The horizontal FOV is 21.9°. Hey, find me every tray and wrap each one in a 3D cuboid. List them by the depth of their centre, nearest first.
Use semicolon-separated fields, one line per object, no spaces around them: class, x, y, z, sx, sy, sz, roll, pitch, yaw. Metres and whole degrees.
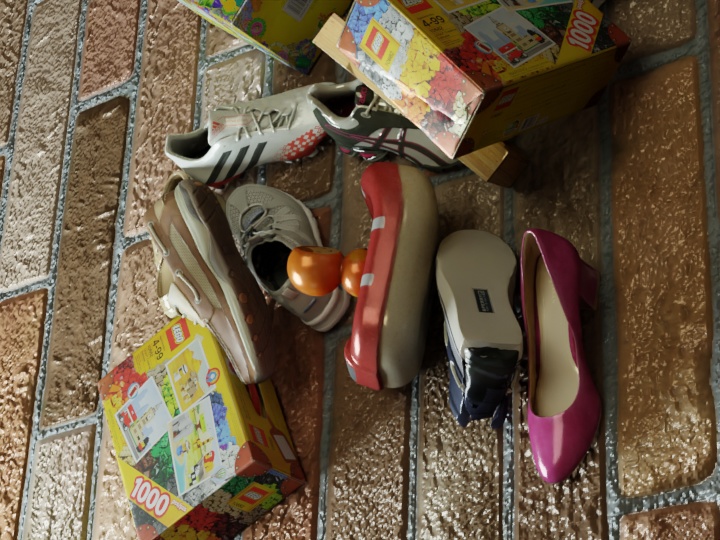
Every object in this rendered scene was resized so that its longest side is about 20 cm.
tray;0.056;-0.149;1.636;0.200;0.099;0.037;39;99;14

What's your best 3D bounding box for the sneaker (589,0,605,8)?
sneaker;0.196;-0.277;1.656;0.200;0.090;0.070;-30;52;26

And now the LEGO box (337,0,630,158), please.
LEGO box;0.106;-0.192;1.574;0.149;0.200;0.077;46;134;21

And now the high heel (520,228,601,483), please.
high heel;0.152;0.068;1.513;0.067;0.096;0.200;-2;67;40

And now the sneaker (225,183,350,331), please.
sneaker;-0.080;-0.028;1.773;0.075;0.082;0.200;-50;46;9

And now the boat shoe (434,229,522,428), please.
boat shoe;0.096;0.050;1.589;0.200;0.074;0.093;-88;5;-58

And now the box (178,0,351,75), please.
box;-0.095;-0.340;1.918;0.193;0.122;0.200;34;93;45

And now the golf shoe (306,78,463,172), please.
golf shoe;0.039;-0.141;1.726;0.200;0.088;0.077;1;68;38

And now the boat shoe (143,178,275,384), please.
boat shoe;-0.140;0.017;1.716;0.072;0.076;0.200;-26;81;15

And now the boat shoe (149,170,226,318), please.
boat shoe;-0.179;-0.027;1.822;0.071;0.065;0.200;-37;25;20

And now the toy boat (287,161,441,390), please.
toy boat;0.000;0.000;1.637;0.130;0.131;0.200;8;70;8

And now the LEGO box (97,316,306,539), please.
LEGO box;-0.153;0.152;1.748;0.149;0.077;0.200;-39;48;20

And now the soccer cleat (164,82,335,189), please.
soccer cleat;-0.106;-0.141;1.851;0.200;0.085;0.069;-21;56;32
